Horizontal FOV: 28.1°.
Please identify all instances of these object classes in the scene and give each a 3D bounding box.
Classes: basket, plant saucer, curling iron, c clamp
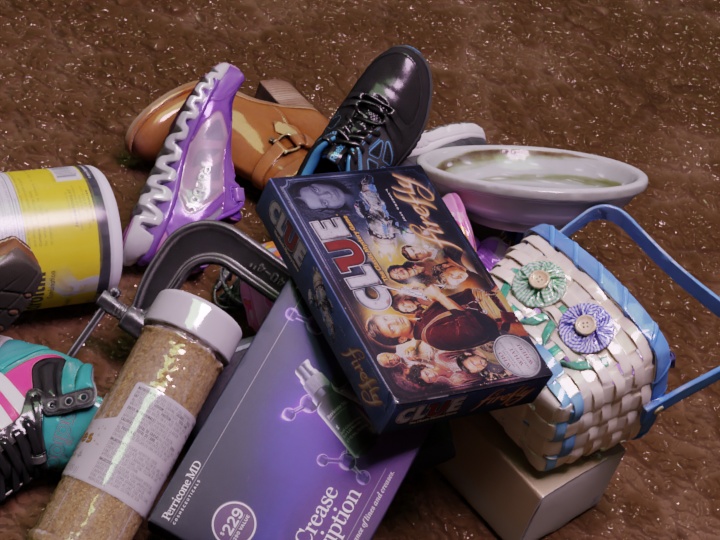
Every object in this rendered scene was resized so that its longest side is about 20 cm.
[{"bbox_3d":[0.178,0.046,1.089,0.200,0.139,0.176,-28,56,-29],"label":"basket"},{"bbox_3d":[0.146,-0.068,1.245,0.199,0.050,0.200,3,15,-1],"label":"plant saucer"},{"bbox_3d":[-0.044,-0.005,1.266,0.199,0.026,0.050,-17,56,-33],"label":"curling iron"},{"bbox_3d":[-0.113,0.055,1.124,0.199,0.171,0.027,29,3,1],"label":"c clamp"}]

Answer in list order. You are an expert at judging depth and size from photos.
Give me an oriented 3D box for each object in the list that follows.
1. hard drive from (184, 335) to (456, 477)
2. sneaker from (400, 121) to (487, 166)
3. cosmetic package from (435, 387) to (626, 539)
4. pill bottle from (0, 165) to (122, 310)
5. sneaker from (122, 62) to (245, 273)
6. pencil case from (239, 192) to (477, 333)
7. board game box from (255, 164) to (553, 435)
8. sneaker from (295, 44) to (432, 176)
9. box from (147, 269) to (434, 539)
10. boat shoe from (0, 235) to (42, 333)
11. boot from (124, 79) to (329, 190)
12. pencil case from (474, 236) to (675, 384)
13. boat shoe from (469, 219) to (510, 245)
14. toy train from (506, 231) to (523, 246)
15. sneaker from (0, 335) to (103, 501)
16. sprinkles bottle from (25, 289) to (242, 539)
[{"bbox_3d":[-0.034,0.103,1.073,0.199,0.042,0.135,-13,78,-12],"label":"hard drive"},{"bbox_3d":[0.059,-0.090,1.372,0.074,0.085,0.200,-10,4,38],"label":"sneaker"},{"bbox_3d":[0.102,0.115,1.149,0.105,0.071,0.200,-22,54,-37],"label":"cosmetic package"},{"bbox_3d":[-0.296,-0.020,1.133,0.199,0.112,0.112,-8,47,-25],"label":"pill bottle"},{"bbox_3d":[-0.136,-0.082,1.249,0.088,0.080,0.201,24,75,-10],"label":"sneaker"},{"bbox_3d":[0.000,0.000,1.179,0.199,0.088,0.088,-15,47,-7],"label":"pencil case"},{"bbox_3d":[0.028,0.013,1.000,0.135,0.035,0.200,-8,54,-34],"label":"board game box"},{"bbox_3d":[0.001,-0.107,1.240,0.073,0.082,0.201,27,85,10],"label":"sneaker"},{"bbox_3d":[-0.039,0.124,1.005,0.141,0.079,0.200,29,74,2],"label":"box"},{"bbox_3d":[-0.326,0.032,1.031,0.200,0.076,0.074,-33,60,1],"label":"boat shoe"},{"bbox_3d":[-0.102,-0.100,1.328,0.199,0.077,0.155,-11,52,-38],"label":"boot"},{"bbox_3d":[0.164,0.051,1.230,0.200,0.086,0.084,35,79,24],"label":"pencil case"},{"bbox_3d":[0.067,-0.021,1.296,0.199,0.060,0.072,-21,51,-36],"label":"boat shoe"},{"bbox_3d":[0.162,-0.058,1.348,0.046,0.034,0.200,15,22,2],"label":"toy train"},{"bbox_3d":[-0.235,0.128,1.020,0.120,0.084,0.200,8,40,4],"label":"sneaker"},{"bbox_3d":[-0.153,0.113,0.990,0.068,0.068,0.201,23,69,7],"label":"sprinkles bottle"}]
